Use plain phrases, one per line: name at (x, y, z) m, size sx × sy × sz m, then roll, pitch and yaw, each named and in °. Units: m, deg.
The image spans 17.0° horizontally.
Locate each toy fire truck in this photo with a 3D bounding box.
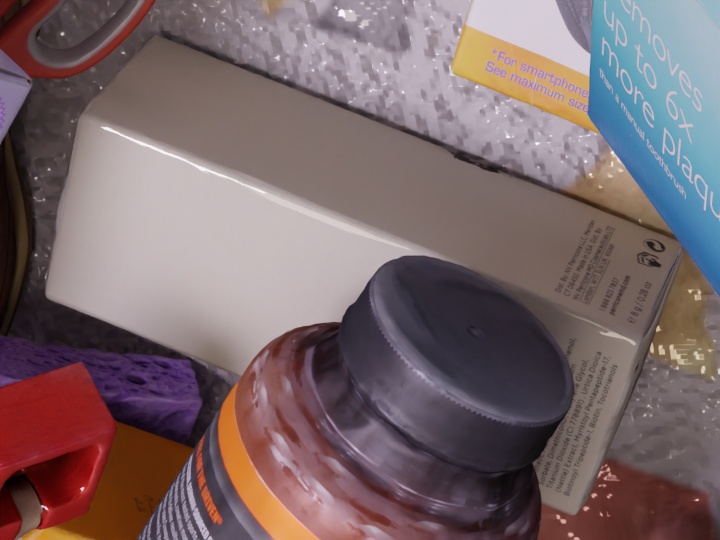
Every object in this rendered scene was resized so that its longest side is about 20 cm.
toy fire truck at (-0.167, 0.062, 0.820) m, size 0.141 × 0.049 × 0.200 m, roll 55°, pitch 137°, yaw 18°

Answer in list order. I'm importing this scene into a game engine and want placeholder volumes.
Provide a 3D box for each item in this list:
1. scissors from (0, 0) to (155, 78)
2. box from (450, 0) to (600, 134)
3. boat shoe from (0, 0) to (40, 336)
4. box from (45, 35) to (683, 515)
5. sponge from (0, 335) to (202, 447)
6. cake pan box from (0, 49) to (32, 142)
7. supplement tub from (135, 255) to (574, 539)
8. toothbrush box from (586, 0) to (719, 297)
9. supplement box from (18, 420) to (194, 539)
scissors at (-0.139, -0.051, 0.792) m, size 0.073 × 0.014 × 0.200 m, roll 30°, pitch 110°, yaw -27°
box at (0.109, -0.125, 0.706) m, size 0.118 × 0.042 × 0.201 m, roll 23°, pitch 128°, yaw 8°
boat shoe at (-0.158, -0.033, 0.855) m, size 0.072 × 0.068 × 0.201 m, roll 19°, pitch 125°, yaw 11°
box at (0.000, 0.000, 0.810) m, size 0.199 × 0.068 × 0.083 m, roll 23°, pitch 126°, yaw 8°
sponge at (-0.142, 0.106, 0.925) m, size 0.111 × 0.030 × 0.201 m, roll 7°, pitch 129°, yaw -22°
cake pan box at (-0.215, -0.037, 0.778) m, size 0.200 × 0.052 × 0.185 m, roll 39°, pitch 105°, yaw 34°
supplement tub at (-0.014, 0.091, 0.757) m, size 0.107 × 0.107 × 0.201 m, roll 33°, pitch 120°, yaw 0°
toothbrush box at (0.127, -0.070, 0.579) m, size 0.201 × 0.085 × 0.147 m, roll 88°, pitch 156°, yaw -52°
supplement box at (-0.125, 0.147, 0.894) m, size 0.126 × 0.074 × 0.200 m, roll 22°, pitch 121°, yaw -35°
